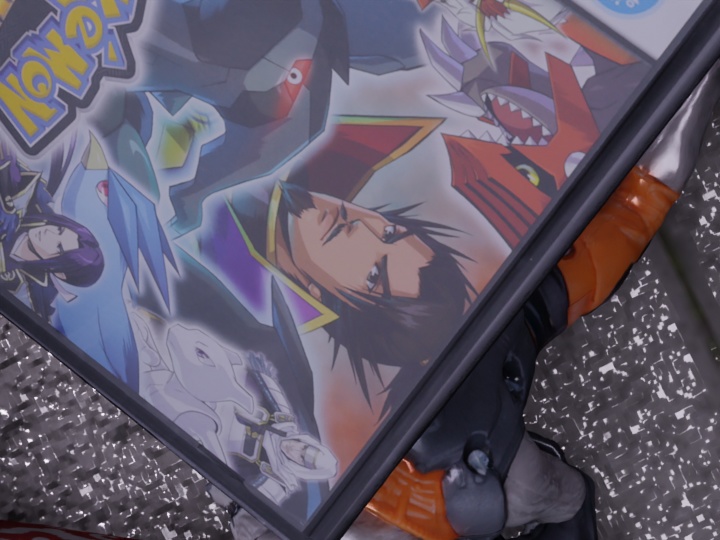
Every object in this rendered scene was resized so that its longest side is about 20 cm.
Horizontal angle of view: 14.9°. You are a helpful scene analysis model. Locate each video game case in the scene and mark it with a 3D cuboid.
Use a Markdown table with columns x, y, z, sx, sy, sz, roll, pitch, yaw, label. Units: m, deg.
| x | y | z | sx | sy | sz | roll | pitch | yaw | label |
| --- | --- | --- | --- | --- | --- | --- | --- | --- | --- |
| -0.030 | -0.052 | 0.634 | 0.180 | 0.026 | 0.200 | 38 | 125 | 2 | video game case |

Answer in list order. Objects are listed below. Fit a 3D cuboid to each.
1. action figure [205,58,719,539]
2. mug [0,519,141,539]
| x | y | z | sx | sy | sz | roll | pitch | yaw | label |
| --- | --- | --- | --- | --- | --- | --- | --- | --- | --- |
| 0.000 | 0.000 | 0.747 | 0.199 | 0.105 | 0.194 | 21 | 68 | -4 | action figure |
| -0.117 | 0.134 | 0.756 | 0.199 | 0.178 | 0.134 | 5 | 103 | 5 | mug |
